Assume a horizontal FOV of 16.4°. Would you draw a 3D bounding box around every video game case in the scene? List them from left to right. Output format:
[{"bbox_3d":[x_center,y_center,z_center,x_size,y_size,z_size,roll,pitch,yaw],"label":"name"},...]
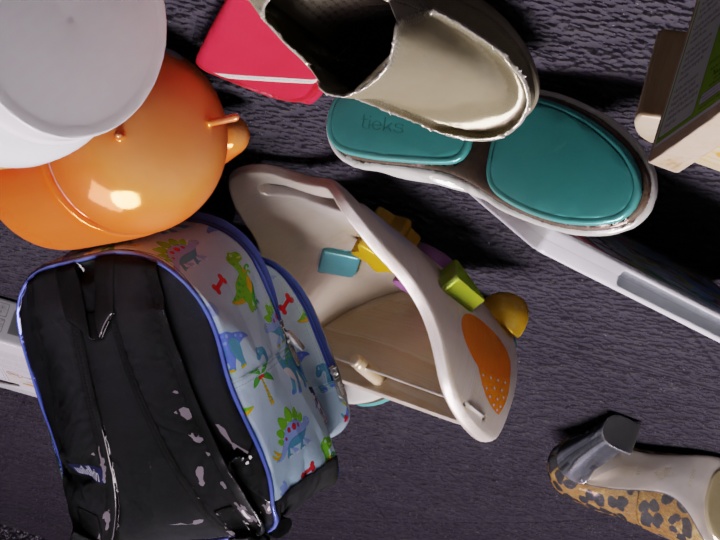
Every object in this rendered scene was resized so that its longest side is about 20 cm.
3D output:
[{"bbox_3d":[0.156,-0.002,1.441,0.200,0.017,0.143,26,-171,-26],"label":"video game case"}]

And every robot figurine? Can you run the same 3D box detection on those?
[{"bbox_3d":[-0.151,-0.074,1.473,0.144,0.117,0.200,38,158,-23],"label":"robot figurine"}]

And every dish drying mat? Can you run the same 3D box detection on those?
[{"bbox_3d":[-0.036,-0.131,1.332,0.077,0.018,0.200,21,164,-9],"label":"dish drying mat"}]

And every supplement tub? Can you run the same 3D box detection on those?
[{"bbox_3d":[-0.208,-0.123,1.314,0.144,0.145,0.200,30,160,-36],"label":"supplement tub"}]

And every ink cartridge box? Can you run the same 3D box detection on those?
[{"bbox_3d":[-0.335,0.062,2.234,0.200,0.044,0.174,15,164,8],"label":"ink cartridge box"}]

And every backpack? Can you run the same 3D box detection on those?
[{"bbox_3d":[-0.115,0.062,1.581,0.183,0.147,0.200,-8,109,34],"label":"backpack"}]

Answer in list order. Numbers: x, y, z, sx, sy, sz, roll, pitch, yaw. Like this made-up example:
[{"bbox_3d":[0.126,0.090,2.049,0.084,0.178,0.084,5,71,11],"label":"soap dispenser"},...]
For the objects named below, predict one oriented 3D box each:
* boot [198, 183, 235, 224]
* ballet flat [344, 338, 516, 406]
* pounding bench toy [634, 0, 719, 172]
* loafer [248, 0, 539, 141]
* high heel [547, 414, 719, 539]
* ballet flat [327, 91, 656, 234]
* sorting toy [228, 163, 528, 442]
[{"bbox_3d":[-0.175,-0.045,1.727,0.200,0.069,0.188,20,173,21],"label":"boot"},{"bbox_3d":[0.035,0.049,1.786,0.069,0.069,0.200,26,158,-26],"label":"ballet flat"},{"bbox_3d":[0.215,-0.080,1.039,0.156,0.124,0.200,19,167,-7],"label":"pounding bench toy"},{"bbox_3d":[0.009,-0.111,1.222,0.200,0.068,0.076,30,131,-32],"label":"loafer"},{"bbox_3d":[0.243,0.189,1.967,0.200,0.071,0.143,36,155,-4],"label":"high heel"},{"bbox_3d":[0.077,-0.064,1.341,0.200,0.069,0.069,15,164,29],"label":"ballet flat"},{"bbox_3d":[0.000,0.000,1.599,0.200,0.107,0.180,17,155,47],"label":"sorting toy"}]
